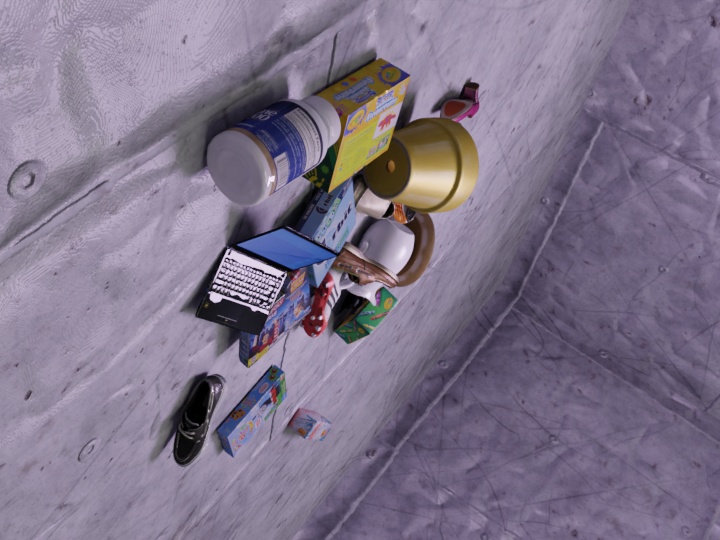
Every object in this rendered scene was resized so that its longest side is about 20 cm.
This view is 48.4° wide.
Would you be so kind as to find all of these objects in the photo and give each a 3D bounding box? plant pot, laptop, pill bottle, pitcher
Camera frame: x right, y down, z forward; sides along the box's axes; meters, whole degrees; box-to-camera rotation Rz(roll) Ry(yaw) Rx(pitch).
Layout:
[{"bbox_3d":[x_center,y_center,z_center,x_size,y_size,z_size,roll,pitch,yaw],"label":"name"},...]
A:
[{"bbox_3d":[0.112,-0.214,1.650,0.189,0.201,0.201,-11,134,-49],"label":"plant pot"},{"bbox_3d":[-0.155,0.023,1.372,0.177,0.103,0.200,27,88,-56],"label":"laptop"},{"bbox_3d":[-0.118,-0.182,1.161,0.200,0.111,0.111,-41,157,-43],"label":"pill bottle"},{"bbox_3d":[0.025,-0.028,1.883,0.171,0.121,0.200,15,113,-49],"label":"pitcher"},{"bbox_3d":[0.107,-0.059,1.960,0.027,0.200,0.200,14,112,-35],"label":"plant pot"}]

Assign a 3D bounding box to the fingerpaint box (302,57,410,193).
[{"bbox_3d":[-0.011,-0.256,1.398,0.200,0.073,0.167,-42,159,-42],"label":"fingerpaint box"}]

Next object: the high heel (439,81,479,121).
[{"bbox_3d":[0.238,-0.366,1.904,0.200,0.067,0.096,-46,150,-43],"label":"high heel"}]

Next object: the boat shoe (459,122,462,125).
[{"bbox_3d":[0.186,-0.277,1.959,0.071,0.072,0.200,12,100,-63],"label":"boat shoe"}]

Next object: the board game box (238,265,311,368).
[{"bbox_3d":[-0.169,0.059,1.556,0.200,0.062,0.200,-43,157,-37],"label":"board game box"}]

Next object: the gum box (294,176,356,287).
[{"bbox_3d":[-0.068,-0.083,1.569,0.170,0.044,0.200,-60,165,-22],"label":"gum box"}]

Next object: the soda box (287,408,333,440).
[{"bbox_3d":[-0.144,0.453,2.348,0.064,0.068,0.200,-56,163,-3],"label":"soda box"}]

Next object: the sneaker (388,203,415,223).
[{"bbox_3d":[0.099,-0.206,1.843,0.092,0.076,0.200,5,-107,65],"label":"sneaker"}]

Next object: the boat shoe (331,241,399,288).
[{"bbox_3d":[0.000,0.000,1.779,0.200,0.072,0.068,31,81,-31],"label":"boat shoe"}]

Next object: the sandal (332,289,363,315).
[{"bbox_3d":[-0.003,0.057,2.058,0.200,0.043,0.076,-38,155,-48],"label":"sandal"}]

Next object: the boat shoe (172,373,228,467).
[{"bbox_3d":[-0.323,0.292,1.549,0.200,0.071,0.064,-68,163,9],"label":"boat shoe"}]

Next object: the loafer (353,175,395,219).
[{"bbox_3d":[0.028,-0.151,1.713,0.076,0.068,0.200,-60,163,12],"label":"loafer"}]

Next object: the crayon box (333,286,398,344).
[{"bbox_3d":[0.012,0.118,2.064,0.119,0.058,0.200,-48,-176,-21],"label":"crayon box"}]

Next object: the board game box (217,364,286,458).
[{"bbox_3d":[-0.250,0.332,1.879,0.200,0.037,0.151,-48,162,-25],"label":"board game box"}]

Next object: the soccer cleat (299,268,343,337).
[{"bbox_3d":[-0.083,0.070,1.818,0.085,0.069,0.200,-33,147,-45],"label":"soccer cleat"}]
